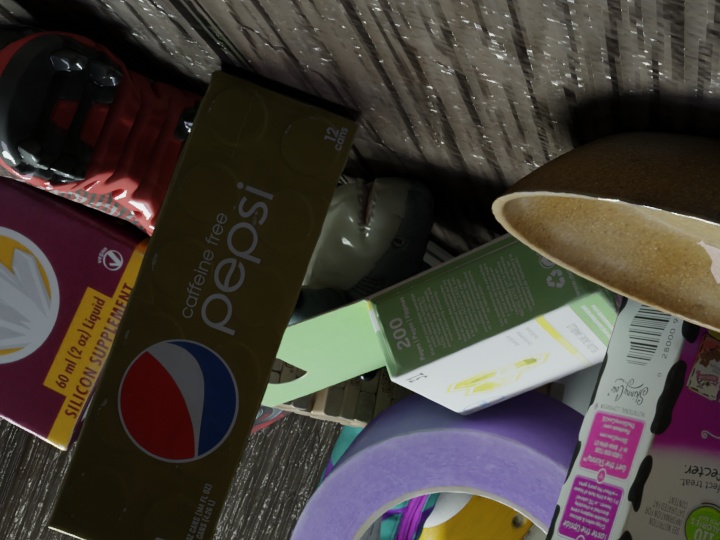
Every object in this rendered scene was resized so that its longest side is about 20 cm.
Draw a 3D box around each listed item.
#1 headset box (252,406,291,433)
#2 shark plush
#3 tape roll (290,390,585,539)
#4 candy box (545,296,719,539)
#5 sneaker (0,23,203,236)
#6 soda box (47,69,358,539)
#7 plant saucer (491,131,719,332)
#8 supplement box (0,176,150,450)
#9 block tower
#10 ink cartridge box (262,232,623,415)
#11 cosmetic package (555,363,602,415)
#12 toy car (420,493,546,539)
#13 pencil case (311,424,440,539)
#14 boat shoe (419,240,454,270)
[{"bbox_3d":[-0.090,0.044,1.103,0.198,0.078,0.149,-27,147,18],"label":"headset box"},{"bbox_3d":[0.014,0.022,0.853,0.082,0.092,0.201,-8,137,10],"label":"shark plush"},{"bbox_3d":[0.063,0.168,0.898,0.198,0.202,0.085,18,-162,10],"label":"tape roll"},{"bbox_3d":[0.161,0.109,0.742,0.135,0.202,0.061,22,172,-24],"label":"candy box"},{"bbox_3d":[-0.120,-0.062,0.755,0.097,0.072,0.200,21,178,33],"label":"sneaker"},{"bbox_3d":[-0.066,0.023,0.700,0.067,0.202,0.064,20,174,-3],"label":"soda box"},{"bbox_3d":[0.144,-0.005,0.573,0.198,0.036,0.200,20,173,3],"label":"plant saucer"},{"bbox_3d":[-0.202,-0.013,0.815,0.198,0.111,0.086,27,-168,-2],"label":"supplement box"},{"bbox_3d":[0.028,0.073,0.977,0.198,0.055,0.058,15,172,-21],"label":"block tower"},{"bbox_3d":[0.028,0.042,0.794,0.198,0.048,0.145,-24,163,11],"label":"ink cartridge box"},{"bbox_3d":[0.182,0.097,0.988,0.080,0.114,0.199,22,171,-26],"label":"cosmetic package"},{"bbox_3d":[0.102,0.134,1.251,0.175,0.200,0.150,44,177,-34],"label":"toy car"},{"bbox_3d":[0.035,0.112,1.102,0.084,0.202,0.093,5,-149,-40],"label":"pencil case"},{"bbox_3d":[0.000,0.000,0.948,0.074,0.063,0.199,17,172,39],"label":"boat shoe"}]
